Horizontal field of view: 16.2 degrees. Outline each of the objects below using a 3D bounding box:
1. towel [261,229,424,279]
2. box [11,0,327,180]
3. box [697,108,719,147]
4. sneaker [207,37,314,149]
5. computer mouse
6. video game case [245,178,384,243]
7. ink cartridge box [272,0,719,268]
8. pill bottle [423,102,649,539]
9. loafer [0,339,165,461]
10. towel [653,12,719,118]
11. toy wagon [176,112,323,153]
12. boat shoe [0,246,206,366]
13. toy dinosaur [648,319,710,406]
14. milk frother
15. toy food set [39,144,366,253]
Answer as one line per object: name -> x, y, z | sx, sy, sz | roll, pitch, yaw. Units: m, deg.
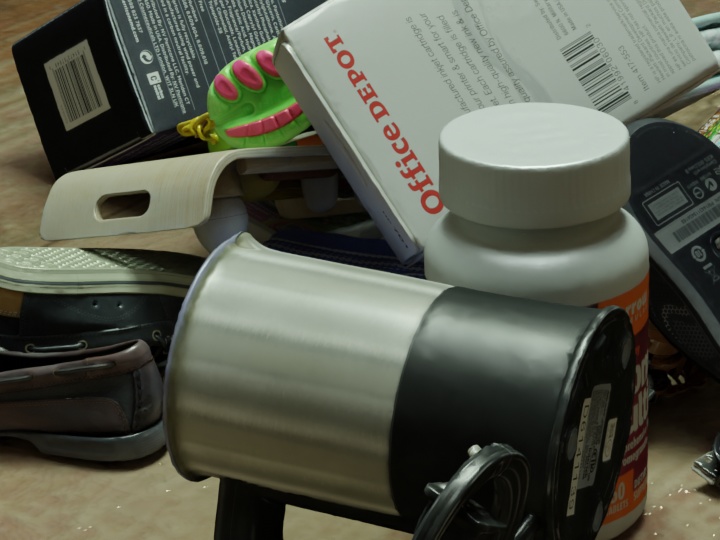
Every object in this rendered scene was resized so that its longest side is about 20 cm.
towel -> 0.000, 0.000, 1.448 | 0.145, 0.024, 0.200 | 8, 8, 8
box -> -0.110, -0.145, 1.715 | 0.200, 0.104, 0.148 | -19, -1, -33
box -> 0.225, -0.062, 1.468 | 0.137, 0.039, 0.200 | -45, 7, 1
sneaker -> 0.005, -0.131, 1.492 | 0.200, 0.077, 0.084 | -17, 10, 7
computer mouse -> 0.184, 0.015, 1.329 | 0.138, 0.200, 0.053 | -25, -10, -33
video game case -> 0.001, -0.054, 1.664 | 0.200, 0.018, 0.143 | -16, 26, -29
ink cartridge box -> 0.072, -0.116, 1.402 | 0.200, 0.146, 0.086 | -32, -1, -8
pill bottle -> 0.086, 0.027, 1.229 | 0.109, 0.200, 0.110 | -2, 23, 1
loafer -> -0.197, 0.057, 1.361 | 0.200, 0.063, 0.072 | 5, 24, 17
towel -> 0.133, -0.105, 1.595 | 0.200, 0.048, 0.171 | -15, -4, -33
toy wagon -> -0.030, -0.095, 1.612 | 0.200, 0.040, 0.155 | -17, 0, -43
boat shoe -> -0.123, 0.024, 1.441 | 0.200, 0.062, 0.075 | 2, 13, -31
toy dinosaur -> 0.134, 0.037, 1.376 | 0.200, 0.102, 0.136 | 26, 19, -39
milk frother -> 0.000, 0.074, 1.093 | 0.188, 0.181, 0.200 | 10, -14, 20
toy food set -> -0.066, -0.038, 1.480 | 0.143, 0.060, 0.200 | -5, 0, 44
